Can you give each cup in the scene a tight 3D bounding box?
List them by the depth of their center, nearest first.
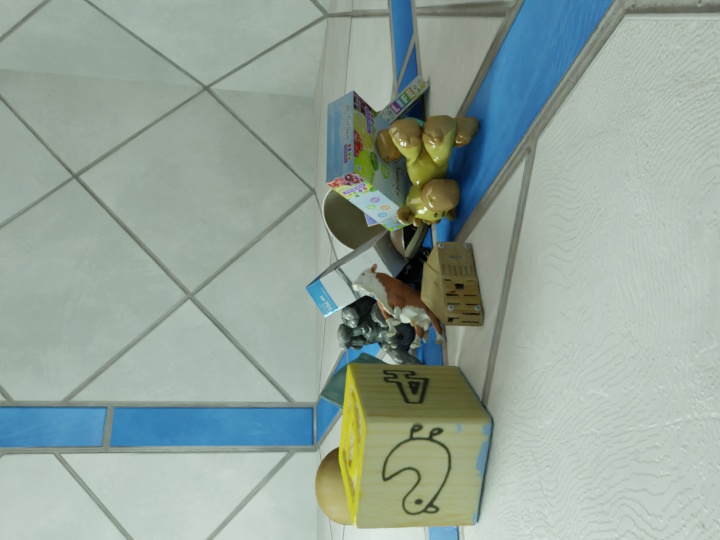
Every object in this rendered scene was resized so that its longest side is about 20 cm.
[{"bbox_3d":[0.023,-0.165,1.562,0.144,0.198,0.202,-59,-15,-48],"label":"cup"}]

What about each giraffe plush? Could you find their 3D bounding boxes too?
[{"bbox_3d":[0.115,-0.161,1.093,0.200,0.170,0.165,160,105,-88],"label":"giraffe plush"}]

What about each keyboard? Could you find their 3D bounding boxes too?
[{"bbox_3d":[0.115,0.013,1.398,0.105,0.039,0.200,-65,8,-3],"label":"keyboard"}]

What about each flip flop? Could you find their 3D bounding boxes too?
[{"bbox_3d":[0.112,-0.105,1.214,0.082,0.057,0.201,102,-169,-53],"label":"flip flop"}]

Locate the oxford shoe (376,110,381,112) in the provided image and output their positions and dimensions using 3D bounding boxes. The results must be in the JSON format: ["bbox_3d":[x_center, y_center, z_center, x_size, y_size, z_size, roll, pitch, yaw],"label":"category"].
[{"bbox_3d":[0.071,-0.303,1.638,0.072,0.070,0.204,15,-108,-71],"label":"oxford shoe"}]

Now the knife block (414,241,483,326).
[{"bbox_3d":[0.143,0.039,1.106,0.176,0.063,0.203,106,163,-56],"label":"knife block"}]

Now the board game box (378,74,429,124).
[{"bbox_3d":[0.073,-0.351,1.443,0.134,0.034,0.200,-45,4,-11],"label":"board game box"}]

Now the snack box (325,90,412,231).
[{"bbox_3d":[0.023,-0.190,1.136,0.199,0.067,0.171,31,-130,-48],"label":"snack box"}]

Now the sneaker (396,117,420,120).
[{"bbox_3d":[0.098,-0.258,1.425,0.201,0.066,0.110,125,145,-78],"label":"sneaker"}]

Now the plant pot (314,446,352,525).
[{"bbox_3d":[0.012,0.504,1.491,0.200,0.184,0.190,149,124,-62],"label":"plant pot"}]

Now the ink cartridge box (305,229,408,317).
[{"bbox_3d":[0.000,0.000,1.375,0.087,0.199,0.146,57,-149,-7],"label":"ink cartridge box"}]

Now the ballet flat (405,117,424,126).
[{"bbox_3d":[0.107,-0.233,1.353,0.202,0.069,0.068,100,169,-48],"label":"ballet flat"}]

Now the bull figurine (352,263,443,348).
[{"bbox_3d":[0.075,0.067,1.175,0.065,0.198,0.123,-39,42,37],"label":"bull figurine"}]

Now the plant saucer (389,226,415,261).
[{"bbox_3d":[0.089,-0.122,1.304,0.200,0.036,0.204,3,-90,-77],"label":"plant saucer"}]

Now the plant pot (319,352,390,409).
[{"bbox_3d":[0.024,0.271,1.446,0.136,0.198,0.200,-62,5,-12],"label":"plant pot"}]

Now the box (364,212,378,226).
[{"bbox_3d":[0.031,-0.164,1.275,0.200,0.041,0.121,-44,-62,-68],"label":"box"}]

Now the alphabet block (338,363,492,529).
[{"bbox_3d":[0.078,0.276,1.035,0.197,0.197,0.199,-121,34,-72],"label":"alphabet block"}]

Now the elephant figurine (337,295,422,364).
[{"bbox_3d":[0.059,0.130,1.388,0.141,0.197,0.158,5,-88,-75],"label":"elephant figurine"}]
